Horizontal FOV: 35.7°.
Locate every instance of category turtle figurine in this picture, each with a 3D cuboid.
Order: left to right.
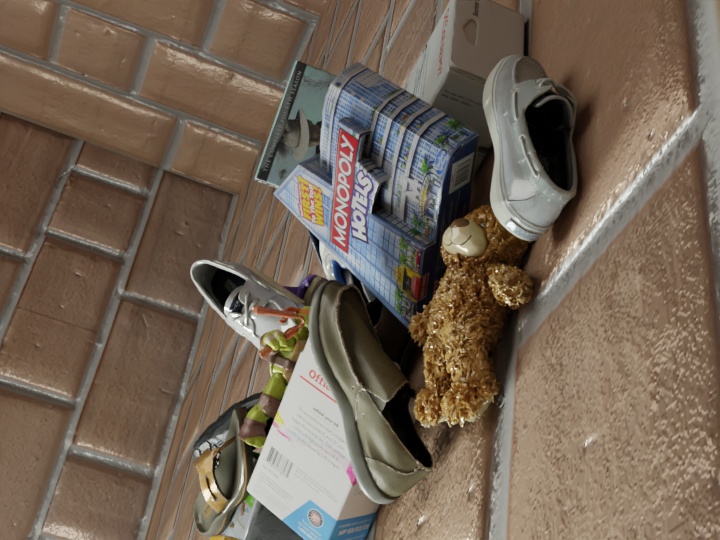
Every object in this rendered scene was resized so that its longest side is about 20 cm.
[{"bbox_3d":[-0.076,0.101,1.142,0.200,0.064,0.161,16,-88,-61],"label":"turtle figurine"}]

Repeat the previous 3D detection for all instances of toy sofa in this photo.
[{"bbox_3d":[-0.075,0.034,1.404,0.098,0.083,0.200,-59,-17,8],"label":"toy sofa"}]

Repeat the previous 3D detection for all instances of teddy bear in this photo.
[{"bbox_3d":[0.086,0.035,0.922,0.145,0.067,0.200,-161,90,-76],"label":"teddy bear"}]

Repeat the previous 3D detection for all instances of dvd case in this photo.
[{"bbox_3d":[-0.005,-0.138,1.288,0.022,0.200,0.146,-160,90,-79],"label":"dvd case"}]

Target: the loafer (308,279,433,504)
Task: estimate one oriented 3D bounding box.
[{"bbox_3d":[0.016,0.098,0.974,0.070,0.075,0.200,-23,83,29],"label":"loafer"}]

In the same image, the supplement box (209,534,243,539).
[{"bbox_3d":[-0.112,0.380,1.124,0.103,0.131,0.200,137,150,-69],"label":"supplement box"}]

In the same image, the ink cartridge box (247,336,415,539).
[{"bbox_3d":[-0.019,0.154,1.078,0.115,0.068,0.200,32,107,34],"label":"ink cartridge box"}]

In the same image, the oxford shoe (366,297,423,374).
[{"bbox_3d":[0.012,0.080,1.150,0.073,0.084,0.200,-93,23,-58],"label":"oxford shoe"}]

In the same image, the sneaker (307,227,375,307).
[{"bbox_3d":[0.000,0.000,1.224,0.200,0.080,0.147,69,-165,-52],"label":"sneaker"}]

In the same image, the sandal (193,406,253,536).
[{"bbox_3d":[-0.166,0.234,1.269,0.200,0.055,0.082,-60,36,41],"label":"sandal"}]

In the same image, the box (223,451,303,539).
[{"bbox_3d":[-0.111,0.314,1.302,0.200,0.097,0.177,168,120,-76],"label":"box"}]

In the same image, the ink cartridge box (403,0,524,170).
[{"bbox_3d":[0.093,-0.169,1.172,0.200,0.083,0.147,120,165,-46],"label":"ink cartridge box"}]

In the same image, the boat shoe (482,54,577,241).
[{"bbox_3d":[0.147,-0.115,0.906,0.072,0.070,0.201,-44,30,41],"label":"boat shoe"}]

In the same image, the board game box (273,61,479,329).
[{"bbox_3d":[0.006,-0.077,1.032,0.062,0.200,0.200,-32,-38,-34],"label":"board game box"}]

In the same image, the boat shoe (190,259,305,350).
[{"bbox_3d":[-0.124,0.046,1.255,0.200,0.065,0.074,29,96,42],"label":"boat shoe"}]

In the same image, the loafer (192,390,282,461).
[{"bbox_3d":[-0.122,0.174,1.313,0.200,0.068,0.070,-34,16,37],"label":"loafer"}]
